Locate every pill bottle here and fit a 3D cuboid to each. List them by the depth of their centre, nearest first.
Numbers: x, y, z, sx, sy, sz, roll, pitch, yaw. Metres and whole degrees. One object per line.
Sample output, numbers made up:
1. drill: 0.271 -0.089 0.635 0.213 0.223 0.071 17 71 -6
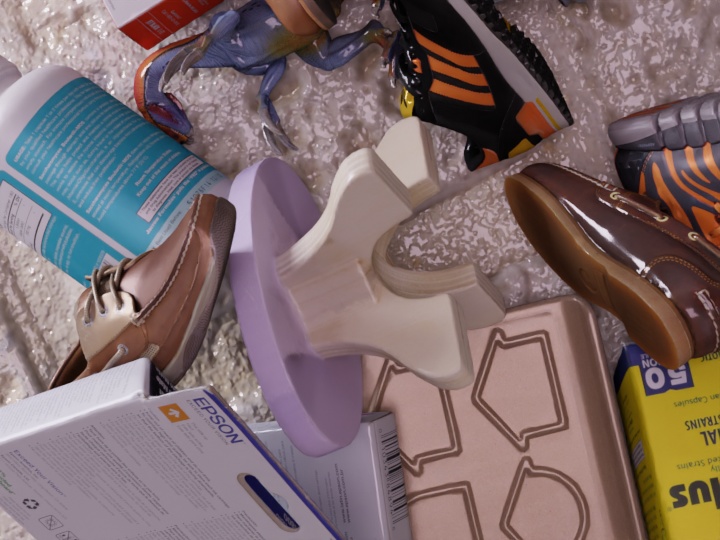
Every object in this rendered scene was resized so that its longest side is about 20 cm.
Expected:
1. pill bottle: -0.175 -0.056 0.831 0.199 0.111 0.111 35 94 2

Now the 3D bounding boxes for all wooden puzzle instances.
1. wooden puzzle: 0.076 0.126 0.854 0.197 0.046 0.188 -13 91 10

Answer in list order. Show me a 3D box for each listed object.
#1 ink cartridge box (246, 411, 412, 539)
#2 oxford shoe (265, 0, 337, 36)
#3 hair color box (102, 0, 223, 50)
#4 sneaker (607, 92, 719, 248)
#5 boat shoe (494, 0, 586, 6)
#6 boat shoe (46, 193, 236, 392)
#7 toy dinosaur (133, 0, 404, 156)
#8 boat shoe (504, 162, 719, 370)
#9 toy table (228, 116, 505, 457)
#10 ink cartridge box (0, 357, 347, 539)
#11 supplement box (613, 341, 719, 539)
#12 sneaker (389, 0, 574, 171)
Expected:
1. ink cartridge box: -0.056 0.200 0.854 0.198 0.043 0.200 -7 92 30
2. oxford shoe: -0.089 -0.199 0.771 0.071 0.071 0.200 -45 70 8
3. hair color box: -0.091 -0.247 0.837 0.198 0.064 0.112 -31 82 6
4. sneaker: 0.240 -0.054 0.777 0.077 0.199 0.114 -21 98 -29
5. boat shoe: 0.125 -0.206 0.830 0.198 0.070 0.072 -14 115 0
6. boat shoe: -0.131 0.031 0.745 0.071 0.076 0.201 24 126 -13
7. toy dinosaur: -0.060 -0.147 0.854 0.179 0.201 0.106 -1 133 25
8. boat shoe: 0.162 -0.013 0.785 0.070 0.200 0.071 -31 132 -9
9. toy table: 0.000 0.000 0.776 0.116 0.183 0.203 -23 64 20
10. ink cartridge box: -0.107 0.138 0.768 0.198 0.041 0.200 -17 127 28
11. supplement box: 0.229 0.141 0.781 0.107 0.110 0.203 -12 74 5
12. sneaker: 0.049 -0.131 0.790 0.090 0.071 0.200 -34 131 19
